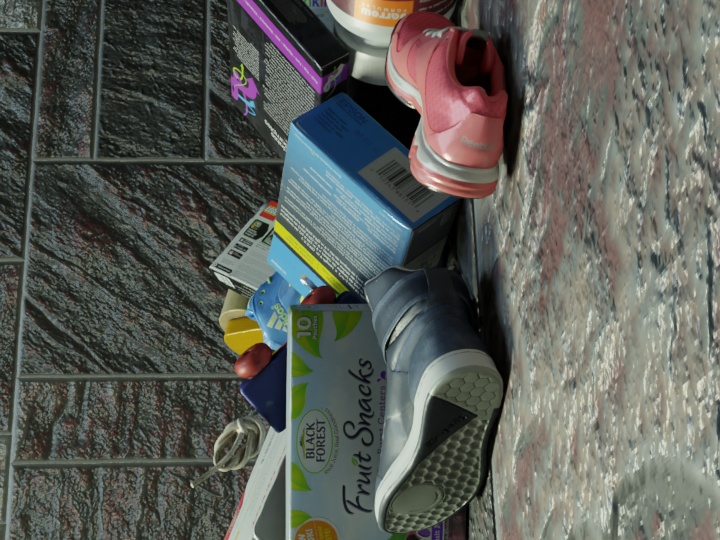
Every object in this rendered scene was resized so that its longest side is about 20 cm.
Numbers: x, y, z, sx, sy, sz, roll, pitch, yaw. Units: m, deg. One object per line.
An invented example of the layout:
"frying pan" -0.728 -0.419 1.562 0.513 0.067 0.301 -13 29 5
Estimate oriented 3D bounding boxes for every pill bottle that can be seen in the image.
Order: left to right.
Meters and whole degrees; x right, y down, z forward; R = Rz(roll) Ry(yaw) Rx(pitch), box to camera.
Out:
"pill bottle" 0.027 -0.253 1.025 0.200 0.109 0.110 95 173 -46

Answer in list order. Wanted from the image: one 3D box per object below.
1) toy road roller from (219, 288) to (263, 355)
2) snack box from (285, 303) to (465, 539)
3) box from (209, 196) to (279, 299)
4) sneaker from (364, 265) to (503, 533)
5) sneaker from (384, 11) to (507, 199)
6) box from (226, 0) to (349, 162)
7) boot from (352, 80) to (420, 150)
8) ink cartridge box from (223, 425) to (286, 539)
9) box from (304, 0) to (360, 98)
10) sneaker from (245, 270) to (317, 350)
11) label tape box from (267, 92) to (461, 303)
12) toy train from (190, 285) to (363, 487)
"toy road roller" -0.041 0.048 1.429 0.146 0.200 0.123 53 -140 -42
"snack box" 0.012 0.127 1.015 0.053 0.142 0.200 -132 41 -82
"box" -0.053 -0.001 1.340 0.110 0.200 0.035 -50 -40 -19
"sneaker" 0.043 0.088 0.949 0.146 0.077 0.202 -110 27 -43
"sneaker" 0.070 -0.136 0.879 0.200 0.074 0.087 -101 25 -49
"box" -0.067 -0.171 1.149 0.143 0.036 0.200 50 158 21
"boot" 0.033 -0.148 1.220 0.138 0.077 0.200 79 -163 -71
"ink cartridge box" -0.054 0.206 1.176 0.146 0.083 0.200 -67 7 -19
"box" -0.024 -0.228 1.331 0.200 0.097 0.177 -25 -61 -69
"sneaker" -0.058 0.005 1.226 0.076 0.105 0.200 91 180 -76
"label tape box" -0.003 -0.036 1.120 0.144 0.063 0.200 44 149 18
"toy train" -0.077 0.096 1.084 0.085 0.200 0.116 49 173 -13
